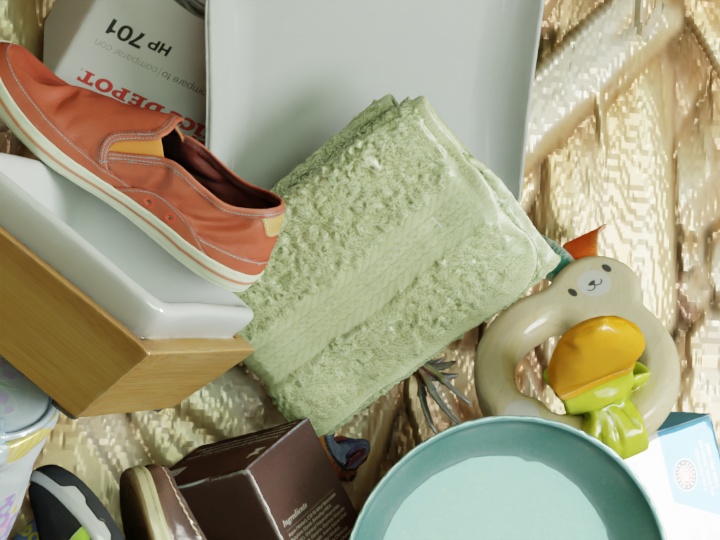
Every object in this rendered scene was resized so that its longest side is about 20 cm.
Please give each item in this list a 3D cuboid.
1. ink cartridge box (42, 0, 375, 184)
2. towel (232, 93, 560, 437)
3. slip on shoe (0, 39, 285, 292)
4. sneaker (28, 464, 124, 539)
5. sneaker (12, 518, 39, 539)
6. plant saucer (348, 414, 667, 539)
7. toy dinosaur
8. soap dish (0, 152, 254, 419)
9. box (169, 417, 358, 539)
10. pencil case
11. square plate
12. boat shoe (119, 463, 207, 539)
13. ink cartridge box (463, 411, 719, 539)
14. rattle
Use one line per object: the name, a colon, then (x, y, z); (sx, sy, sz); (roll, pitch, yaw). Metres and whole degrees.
ink cartridge box: (-0.076, -0.170, 1.509); (0.146, 0.086, 0.200); (23, 118, -21)
towel: (0.000, 0.000, 1.516); (0.200, 0.037, 0.148); (-37, 109, 20)
slip on shoe: (-0.126, -0.069, 1.463); (0.200, 0.074, 0.061); (37, 111, -2)
sneaker: (-0.160, 0.210, 1.466); (0.083, 0.072, 0.201); (-20, 90, -19)
sneaker: (-0.128, 0.214, 1.550); (0.200, 0.074, 0.082); (46, 72, -17)
plant saucer: (0.082, 0.182, 1.522); (0.199, 0.036, 0.201); (-1, 92, -13)
toy dinosaur: (0.001, 0.031, 1.623); (0.200, 0.105, 0.182); (39, 84, 16)
soap dish: (-0.154, 0.011, 1.424); (0.157, 0.200, 0.081); (38, 97, 11)
box: (-0.040, 0.197, 1.564); (0.075, 0.100, 0.200); (-40, 108, -46)
pencil case: (-0.227, 0.128, 1.445); (0.083, 0.200, 0.091); (1, 44, -27)
square plate: (0.004, -0.102, 1.504); (0.199, 0.028, 0.199); (-8, 132, -14)
boat shoe: (-0.075, 0.195, 1.499); (0.072, 0.072, 0.201); (-26, 97, -19)
ink cartridge box: (0.119, 0.174, 1.624); (0.199, 0.125, 0.129); (-15, 95, -21)
rattle: (0.126, 0.008, 1.575); (0.143, 0.130, 0.200); (59, 32, -44)
